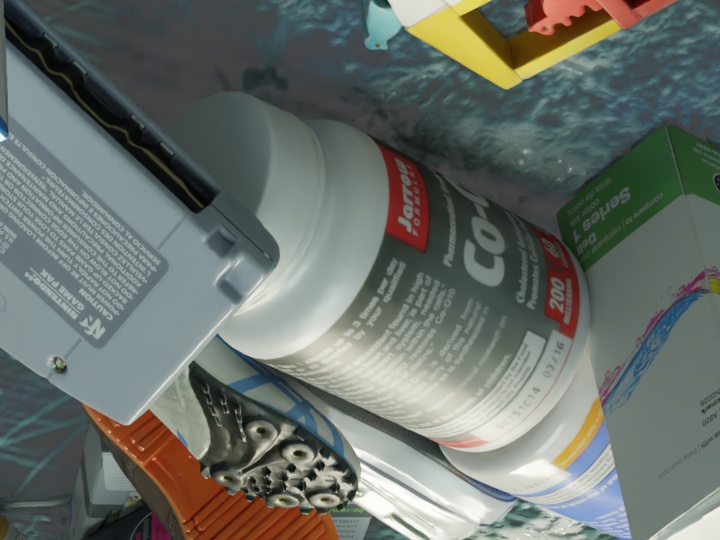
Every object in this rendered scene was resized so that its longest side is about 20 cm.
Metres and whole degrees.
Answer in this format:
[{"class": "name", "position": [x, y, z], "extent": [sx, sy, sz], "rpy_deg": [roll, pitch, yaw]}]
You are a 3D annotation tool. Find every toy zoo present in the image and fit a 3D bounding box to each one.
[{"class": "toy zoo", "position": [0.085, -0.144, 1.141], "extent": [0.200, 0.020, 0.131], "rpy_deg": [-27, 140, 23]}]

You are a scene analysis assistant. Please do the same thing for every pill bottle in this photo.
[{"class": "pill bottle", "position": [0.000, 0.000, 1.236], "extent": [0.200, 0.114, 0.114], "rpy_deg": [27, 131, -38]}, {"class": "pill bottle", "position": [0.141, 0.080, 1.372], "extent": [0.200, 0.112, 0.112], "rpy_deg": [25, 131, -36]}]

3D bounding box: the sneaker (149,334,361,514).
[{"class": "sneaker", "position": [-0.077, 0.040, 1.260], "extent": [0.200, 0.073, 0.072], "rpy_deg": [37, 136, -12]}]

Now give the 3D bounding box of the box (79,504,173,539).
[{"class": "box", "position": [-0.062, 0.220, 1.424], "extent": [0.106, 0.122, 0.200], "rpy_deg": [-29, 133, 25]}]

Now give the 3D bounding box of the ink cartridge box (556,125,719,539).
[{"class": "ink cartridge box", "position": [0.184, 0.051, 1.269], "extent": [0.145, 0.200, 0.084], "rpy_deg": [23, 132, -35]}]

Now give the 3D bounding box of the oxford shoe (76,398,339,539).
[{"class": "oxford shoe", "position": [-0.072, 0.106, 1.335], "extent": [0.071, 0.200, 0.073], "rpy_deg": [-36, -170, -14]}]

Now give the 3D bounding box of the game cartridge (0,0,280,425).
[{"class": "game cartridge", "position": [-0.141, -0.033, 1.146], "extent": [0.200, 0.040, 0.133], "rpy_deg": [43, 126, -1]}]

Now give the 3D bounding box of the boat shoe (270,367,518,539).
[{"class": "boat shoe", "position": [-0.013, 0.083, 1.346], "extent": [0.200, 0.074, 0.067], "rpy_deg": [35, 116, -20]}]

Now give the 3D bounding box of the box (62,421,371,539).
[{"class": "box", "position": [-0.078, 0.139, 1.465], "extent": [0.156, 0.041, 0.200], "rpy_deg": [1, 141, -14]}]

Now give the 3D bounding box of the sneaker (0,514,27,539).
[{"class": "sneaker", "position": [-0.230, 0.215, 1.481], "extent": [0.088, 0.075, 0.200], "rpy_deg": [41, 128, -9]}]

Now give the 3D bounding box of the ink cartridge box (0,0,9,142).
[{"class": "ink cartridge box", "position": [-0.253, -0.111, 1.013], "extent": [0.200, 0.145, 0.147], "rpy_deg": [-17, 143, 12]}]
